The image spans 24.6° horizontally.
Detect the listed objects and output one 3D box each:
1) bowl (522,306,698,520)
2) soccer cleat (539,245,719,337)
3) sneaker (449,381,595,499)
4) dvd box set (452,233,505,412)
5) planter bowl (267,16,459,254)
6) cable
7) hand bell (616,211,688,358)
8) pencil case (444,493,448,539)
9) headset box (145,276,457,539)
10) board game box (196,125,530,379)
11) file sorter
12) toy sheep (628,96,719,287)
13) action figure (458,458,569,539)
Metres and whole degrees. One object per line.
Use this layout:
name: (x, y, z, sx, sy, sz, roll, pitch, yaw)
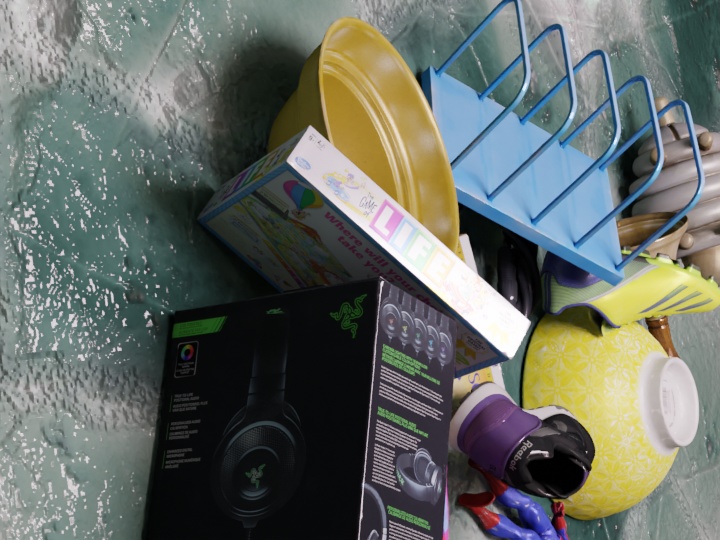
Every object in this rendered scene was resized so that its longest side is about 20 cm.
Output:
bowl: (0.242, 0.123, 1.499, 0.200, 0.107, 0.201, 19, 66, -52)
soccer cleat: (0.238, 0.021, 1.471, 0.200, 0.065, 0.084, 12, 93, -33)
sneaker: (0.144, 0.152, 1.280, 0.076, 0.087, 0.200, -57, 146, 7)
dvd box set: (0.020, 0.066, 1.228, 0.200, 0.029, 0.147, -18, 97, -40)
planter bowl: (-0.010, -0.075, 1.200, 0.200, 0.083, 0.201, 42, 38, -45)
cable: (0.089, 0.000, 1.376, 0.200, 0.051, 0.164, -46, 124, -52)
hand bell: (0.285, 0.055, 1.588, 0.104, 0.104, 0.201, -35, 114, -52)
pencil case: (0.027, 0.207, 1.167, 0.088, 0.088, 0.201, -33, 122, -53)
headset box: (-0.037, 0.109, 1.054, 0.093, 0.174, 0.201, 30, 60, -48)
board game box: (0.000, 0.000, 1.111, 0.200, 0.134, 0.034, 41, 59, -15)
file sorter: (0.166, -0.109, 1.350, 0.200, 0.123, 0.139, 27, 40, -25)
toy sheep: (0.331, -0.080, 1.656, 0.138, 0.138, 0.201, -5, 81, -55)
action figure: (0.154, 0.229, 1.406, 0.200, 0.052, 0.066, 49, 40, -39)
